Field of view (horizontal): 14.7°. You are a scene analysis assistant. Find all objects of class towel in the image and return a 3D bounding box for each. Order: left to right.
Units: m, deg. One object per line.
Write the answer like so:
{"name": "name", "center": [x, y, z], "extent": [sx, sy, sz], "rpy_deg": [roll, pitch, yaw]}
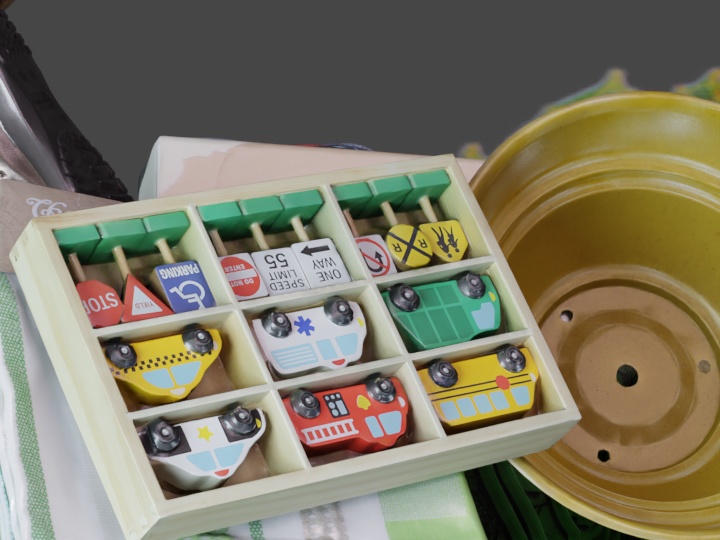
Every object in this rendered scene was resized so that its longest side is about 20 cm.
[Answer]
{"name": "towel", "center": [-0.048, 0.064, 1.046], "extent": [0.199, 0.031, 0.150], "rpy_deg": [0, 61, -29]}

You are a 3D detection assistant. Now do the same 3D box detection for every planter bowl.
{"name": "planter bowl", "center": [0.122, 0.032, 1.185], "extent": [0.199, 0.084, 0.201], "rpy_deg": [4, 66, -9]}

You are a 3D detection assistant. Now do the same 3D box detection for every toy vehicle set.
{"name": "toy vehicle set", "center": [-0.022, 0.026, 1.057], "extent": [0.199, 0.027, 0.125], "rpy_deg": [-11, 65, -36]}

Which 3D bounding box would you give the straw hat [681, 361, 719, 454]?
{"name": "straw hat", "center": [0.227, 0.075, 1.287], "extent": [0.201, 0.085, 0.201], "rpy_deg": [43, 12, -11]}

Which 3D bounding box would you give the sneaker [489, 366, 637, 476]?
{"name": "sneaker", "center": [0.073, 0.074, 1.360], "extent": [0.199, 0.075, 0.089], "rpy_deg": [5, 70, -23]}

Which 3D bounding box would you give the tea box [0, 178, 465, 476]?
{"name": "tea box", "center": [-0.088, 0.083, 1.162], "extent": [0.199, 0.197, 0.134], "rpy_deg": [10, 52, -22]}

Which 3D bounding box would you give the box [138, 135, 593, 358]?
{"name": "box", "center": [0.000, 0.000, 1.263], "extent": [0.199, 0.078, 0.096], "rpy_deg": [3, 72, -10]}

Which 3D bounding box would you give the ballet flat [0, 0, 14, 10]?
{"name": "ballet flat", "center": [-0.249, -0.195, 1.379], "extent": [0.199, 0.068, 0.072], "rpy_deg": [31, 27, -5]}

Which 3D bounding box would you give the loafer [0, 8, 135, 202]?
{"name": "loafer", "center": [-0.163, -0.043, 1.315], "extent": [0.201, 0.071, 0.073], "rpy_deg": [59, 15, 8]}

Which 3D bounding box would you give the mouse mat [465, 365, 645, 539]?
{"name": "mouse mat", "center": [0.083, 0.052, 1.325], "extent": [0.160, 0.008, 0.201], "rpy_deg": [1, 73, -25]}

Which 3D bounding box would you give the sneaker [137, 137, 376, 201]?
{"name": "sneaker", "center": [-0.020, -0.023, 1.376], "extent": [0.199, 0.080, 0.096], "rpy_deg": [15, 18, -21]}
